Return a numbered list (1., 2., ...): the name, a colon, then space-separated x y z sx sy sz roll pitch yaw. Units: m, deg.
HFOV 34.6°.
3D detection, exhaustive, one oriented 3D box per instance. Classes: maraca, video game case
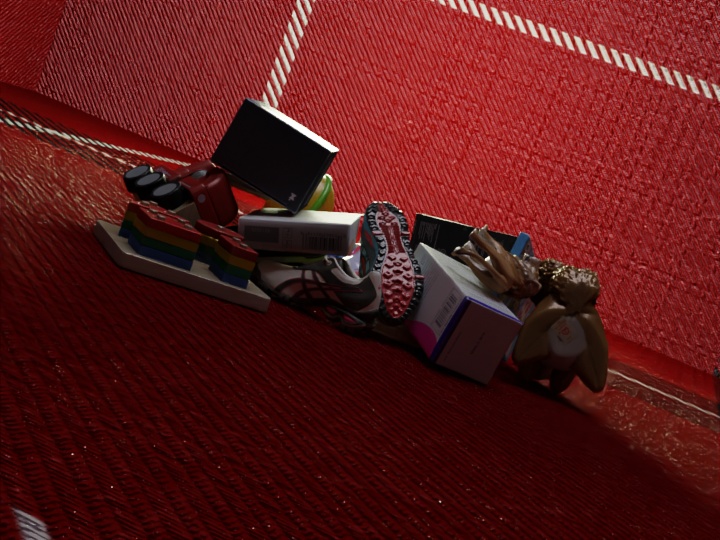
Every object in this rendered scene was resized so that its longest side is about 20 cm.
1. maraca: -0.121 -0.095 1.955 0.107 0.199 0.138 45 37 -20
2. video game case: 0.240 0.045 1.811 0.018 0.144 0.200 22 -17 24

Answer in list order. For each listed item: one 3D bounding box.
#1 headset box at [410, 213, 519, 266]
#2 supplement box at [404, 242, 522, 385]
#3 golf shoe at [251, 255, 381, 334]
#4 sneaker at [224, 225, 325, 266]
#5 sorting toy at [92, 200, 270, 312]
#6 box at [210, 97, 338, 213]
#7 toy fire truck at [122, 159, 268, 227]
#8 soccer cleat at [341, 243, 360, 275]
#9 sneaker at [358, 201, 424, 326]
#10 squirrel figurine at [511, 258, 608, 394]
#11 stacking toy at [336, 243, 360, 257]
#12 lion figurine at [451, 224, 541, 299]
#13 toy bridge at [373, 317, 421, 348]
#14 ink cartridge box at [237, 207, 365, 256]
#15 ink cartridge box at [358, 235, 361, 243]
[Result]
1. headset box: 0.177 0.013 1.921 0.197 0.177 0.093 13 3 24
2. supplement box: 0.128 0.057 1.613 0.102 0.102 0.200 24 15 -26
3. golf shoe: -0.057 0.014 1.585 0.198 0.089 0.077 22 12 21
4. sneaker: -0.141 -0.012 1.705 0.196 0.084 0.072 2 39 0
5. sorting toy: -0.224 -0.031 1.479 0.198 0.071 0.199 19 6 -25
6. box: -0.121 -0.169 1.692 0.147 0.105 0.200 32 6 -3
7. toy fire truck: -0.216 -0.109 1.675 0.198 0.130 0.175 -30 29 -20
8. soccer cleat: 0.000 0.000 1.843 0.076 0.067 0.199 44 40 23
9. sneaker: 0.039 0.004 1.647 0.078 0.096 0.202 5 52 -13
10. squirrel figurine: 0.301 0.085 1.758 0.139 0.203 0.187 11 -8 3
11. stacking toy: -0.084 -0.018 1.901 0.198 0.087 0.085 11 10 -32
12. lion figurine: 0.193 0.000 1.628 0.123 0.072 0.200 50 22 6
13. toy bridge: 0.068 0.089 1.667 0.198 0.028 0.067 19 9 -29
14. ink cartridge box: -0.082 -0.058 1.663 0.159 0.051 0.200 4 5 6
15. ink cartridge box: 0.099 -0.029 2.709 0.198 0.077 0.136 22 5 -17
